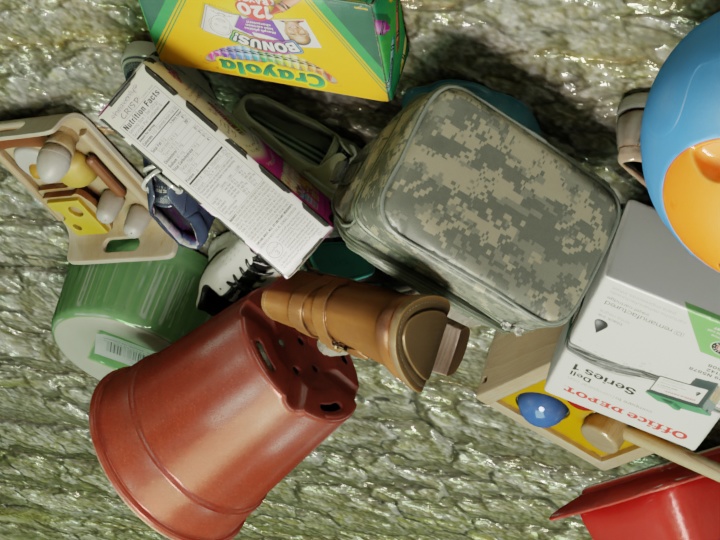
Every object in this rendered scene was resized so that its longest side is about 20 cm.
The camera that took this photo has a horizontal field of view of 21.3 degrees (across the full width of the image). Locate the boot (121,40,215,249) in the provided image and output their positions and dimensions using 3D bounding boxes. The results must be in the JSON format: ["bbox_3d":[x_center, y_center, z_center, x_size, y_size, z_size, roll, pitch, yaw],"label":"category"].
[{"bbox_3d":[-0.163,-0.106,1.672,0.072,0.091,0.200,4,148,26],"label":"boot"}]

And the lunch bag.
[{"bbox_3d":[0.085,-0.039,1.519,0.199,0.140,0.168,30,168,-15],"label":"lunch bag"}]

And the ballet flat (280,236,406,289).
[{"bbox_3d":[0.000,0.000,1.692,0.072,0.072,0.200,-8,179,41],"label":"ballet flat"}]

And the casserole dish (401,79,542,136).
[{"bbox_3d":[0.097,-0.084,1.604,0.121,0.039,0.200,8,150,22],"label":"casserole dish"}]

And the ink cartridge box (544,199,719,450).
[{"bbox_3d":[0.248,0.049,1.559,0.145,0.085,0.200,21,148,3],"label":"ink cartridge box"}]

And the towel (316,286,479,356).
[{"bbox_3d":[0.069,0.035,1.717,0.199,0.035,0.132,-12,167,-29],"label":"towel"}]

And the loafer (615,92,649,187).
[{"bbox_3d":[0.262,-0.059,1.517,0.072,0.063,0.200,-12,138,43],"label":"loafer"}]

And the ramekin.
[{"bbox_3d":[-0.221,0.052,1.973,0.199,0.098,0.200,15,151,9],"label":"ramekin"}]

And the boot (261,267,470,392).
[{"bbox_3d":[-0.005,0.033,1.503,0.155,0.077,0.200,19,-175,14],"label":"boot"}]

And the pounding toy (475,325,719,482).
[{"bbox_3d":[0.239,0.115,1.749,0.199,0.143,0.184,30,150,-18],"label":"pounding toy"}]

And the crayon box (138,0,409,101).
[{"bbox_3d":[-0.069,-0.203,1.479,0.199,0.058,0.119,11,150,15],"label":"crayon box"}]

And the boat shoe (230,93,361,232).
[{"bbox_3d":[-0.028,-0.086,1.647,0.199,0.072,0.062,24,146,-5],"label":"boat shoe"}]

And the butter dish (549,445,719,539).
[{"bbox_3d":[0.323,0.257,1.870,0.199,0.149,0.199,-11,170,-35],"label":"butter dish"}]

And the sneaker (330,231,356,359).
[{"bbox_3d":[0.016,0.019,1.817,0.087,0.075,0.200,-1,154,12],"label":"sneaker"}]

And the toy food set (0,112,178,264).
[{"bbox_3d":[-0.284,-0.073,1.832,0.143,0.061,0.200,-3,142,35],"label":"toy food set"}]

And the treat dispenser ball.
[{"bbox_3d":[0.291,-0.087,1.304,0.200,0.202,0.201,15,151,8],"label":"treat dispenser ball"}]

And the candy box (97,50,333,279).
[{"bbox_3d":[-0.114,-0.088,1.555,0.200,0.061,0.136,42,-173,-7],"label":"candy box"}]

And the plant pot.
[{"bbox_3d":[-0.118,0.127,1.810,0.200,0.201,0.195,36,122,-27],"label":"plant pot"}]

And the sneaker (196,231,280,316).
[{"bbox_3d":[-0.095,-0.009,1.813,0.074,0.080,0.200,29,148,-14],"label":"sneaker"}]
